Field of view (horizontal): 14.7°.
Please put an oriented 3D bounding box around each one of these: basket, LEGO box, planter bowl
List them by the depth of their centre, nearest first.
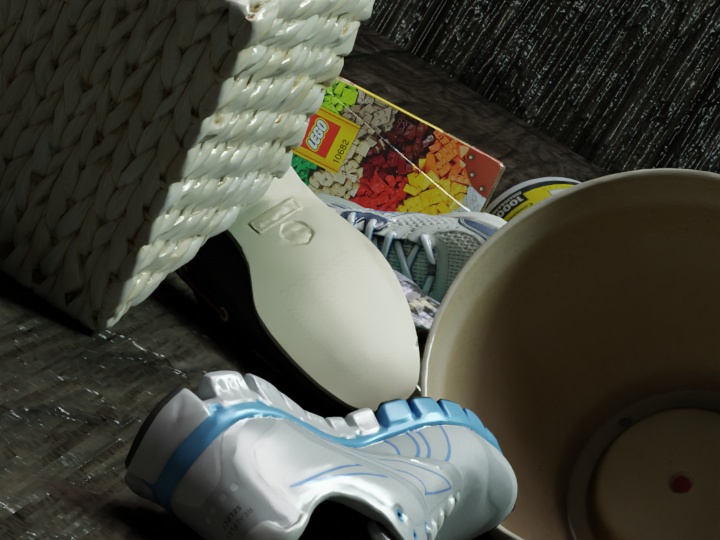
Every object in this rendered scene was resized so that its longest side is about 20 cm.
[{"bbox_3d":[-0.104,-0.114,1.237,0.161,0.198,0.200,35,33,8],"label":"basket"},{"bbox_3d":[0.138,0.073,1.263,0.200,0.200,0.135,36,-17,30],"label":"planter bowl"},{"bbox_3d":[-0.009,-0.069,1.734,0.149,0.077,0.200,27,0,-9],"label":"LEGO box"}]

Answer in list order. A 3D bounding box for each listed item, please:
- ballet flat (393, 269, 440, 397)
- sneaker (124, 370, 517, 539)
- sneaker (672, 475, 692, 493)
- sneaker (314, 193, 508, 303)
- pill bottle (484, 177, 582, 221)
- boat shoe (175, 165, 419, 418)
[{"bbox_3d":[0.062,0.070,1.396,0.200,0.072,0.072,31,9,-2],"label":"ballet flat"},{"bbox_3d":[0.002,0.095,1.035,0.200,0.075,0.087,8,32,-52],"label":"sneaker"},{"bbox_3d":[0.212,0.140,1.389,0.200,0.087,0.074,23,13,-42],"label":"sneaker"},{"bbox_3d":[0.000,0.000,1.457,0.200,0.077,0.085,7,1,43],"label":"sneaker"},{"bbox_3d":[0.143,0.020,1.746,0.112,0.112,0.200,28,9,-21],"label":"pill bottle"},{"bbox_3d":[-0.041,0.002,1.356,0.074,0.063,0.201,-25,61,-30],"label":"boat shoe"}]
